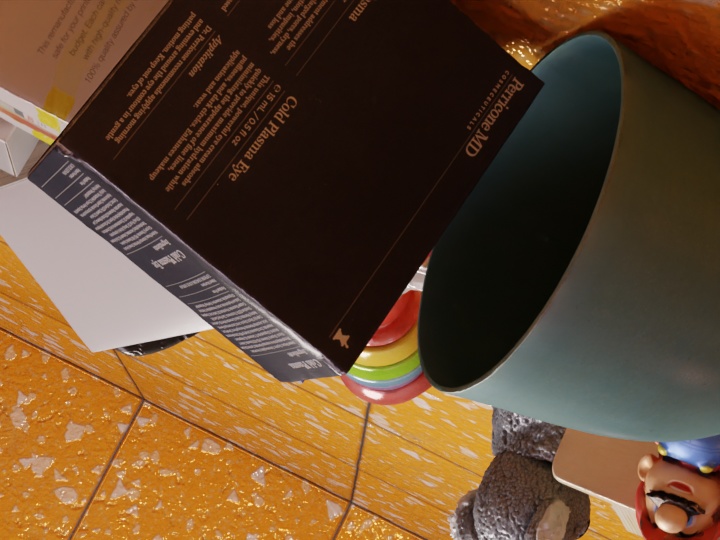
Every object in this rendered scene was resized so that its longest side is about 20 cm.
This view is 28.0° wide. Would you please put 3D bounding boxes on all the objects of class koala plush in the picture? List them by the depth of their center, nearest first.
[{"bbox_3d":[0.164,0.182,1.317,0.183,0.201,0.177,34,164,-26],"label":"koala plush"}]

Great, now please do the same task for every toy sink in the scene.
[{"bbox_3d":[0.279,0.163,1.198,0.199,0.131,0.112,19,164,25],"label":"toy sink"}]

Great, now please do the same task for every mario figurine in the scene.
[{"bbox_3d":[0.243,0.138,1.055,0.106,0.201,0.123,-10,-147,-23],"label":"mario figurine"}]

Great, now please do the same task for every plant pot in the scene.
[{"bbox_3d":[0.148,-0.002,0.764,0.160,0.201,0.200,23,167,-16],"label":"plant pot"}]

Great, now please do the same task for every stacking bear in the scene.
[{"bbox_3d":[0.016,0.035,1.274,0.121,0.114,0.200,22,160,17],"label":"stacking bear"}]

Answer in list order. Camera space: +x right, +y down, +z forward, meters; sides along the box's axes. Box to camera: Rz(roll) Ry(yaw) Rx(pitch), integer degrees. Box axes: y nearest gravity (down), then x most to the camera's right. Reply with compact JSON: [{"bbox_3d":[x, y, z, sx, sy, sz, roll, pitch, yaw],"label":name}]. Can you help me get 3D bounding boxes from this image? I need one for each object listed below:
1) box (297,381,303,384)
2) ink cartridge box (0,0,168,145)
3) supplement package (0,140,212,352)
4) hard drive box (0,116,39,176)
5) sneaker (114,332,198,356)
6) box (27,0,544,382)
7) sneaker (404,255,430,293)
[{"bbox_3d":[-0.055,0.017,1.294,0.032,0.122,0.200,23,164,15],"label":"box"},{"bbox_3d":[-0.143,-0.139,0.877,0.199,0.146,0.083,29,166,-5],"label":"ink cartridge box"},{"bbox_3d":[-0.150,-0.043,1.046,0.199,0.111,0.156,-12,120,44],"label":"supplement package"},{"bbox_3d":[-0.278,-0.181,0.948,0.199,0.156,0.077,26,164,-2],"label":"hard drive box"},{"bbox_3d":[-0.145,-0.005,1.240,0.076,0.200,0.115,50,166,-15],"label":"sneaker"},{"bbox_3d":[-0.039,-0.074,0.763,0.182,0.200,0.104,40,162,-12],"label":"box"},{"bbox_3d":[0.000,0.000,1.137,0.199,0.081,0.089,11,116,31],"label":"sneaker"}]
